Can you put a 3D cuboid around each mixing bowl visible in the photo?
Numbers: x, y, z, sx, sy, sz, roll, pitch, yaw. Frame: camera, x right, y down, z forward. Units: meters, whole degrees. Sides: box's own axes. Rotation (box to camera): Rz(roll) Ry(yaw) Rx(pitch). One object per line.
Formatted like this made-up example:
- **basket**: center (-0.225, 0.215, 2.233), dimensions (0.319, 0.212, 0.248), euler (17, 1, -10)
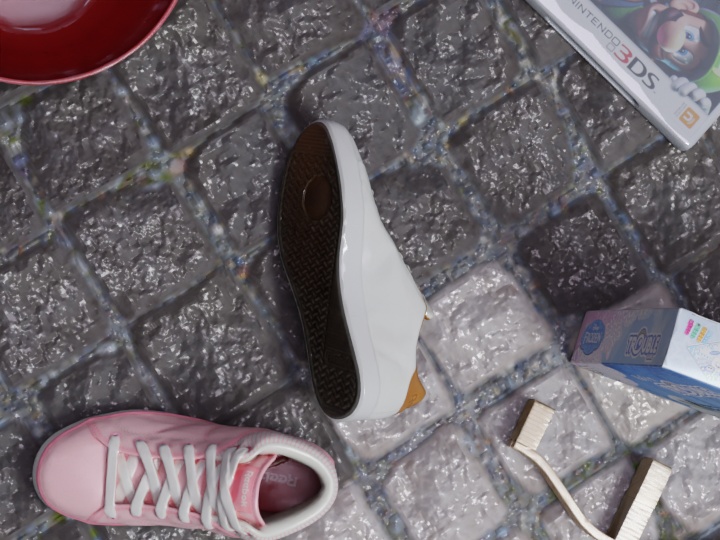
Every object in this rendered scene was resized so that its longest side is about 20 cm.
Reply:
- **mixing bowl**: center (-0.209, -0.209, 1.379), dimensions (0.199, 0.108, 0.201), euler (1, 87, -10)

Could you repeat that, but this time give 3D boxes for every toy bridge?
- **toy bridge**: center (0.189, 0.160, 1.480), dimensions (0.200, 0.027, 0.067), euler (27, 85, -9)

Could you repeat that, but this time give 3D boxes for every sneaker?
- **sneaker**: center (0.000, 0.000, 1.442), dimensions (0.084, 0.073, 0.201), euler (-1, 80, -41)
- **sneaker**: center (-0.108, 0.131, 1.387), dimensions (0.199, 0.105, 0.076), euler (4, 89, -10)

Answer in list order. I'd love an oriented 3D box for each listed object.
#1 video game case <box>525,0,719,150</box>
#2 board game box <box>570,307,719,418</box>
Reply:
- **video game case**: center (0.225, -0.216, 1.506), dimensions (0.182, 0.023, 0.200), euler (43, 81, -7)
- **board game box**: center (0.258, 0.076, 1.409), dimensions (0.198, 0.200, 0.044), euler (21, 85, -9)
